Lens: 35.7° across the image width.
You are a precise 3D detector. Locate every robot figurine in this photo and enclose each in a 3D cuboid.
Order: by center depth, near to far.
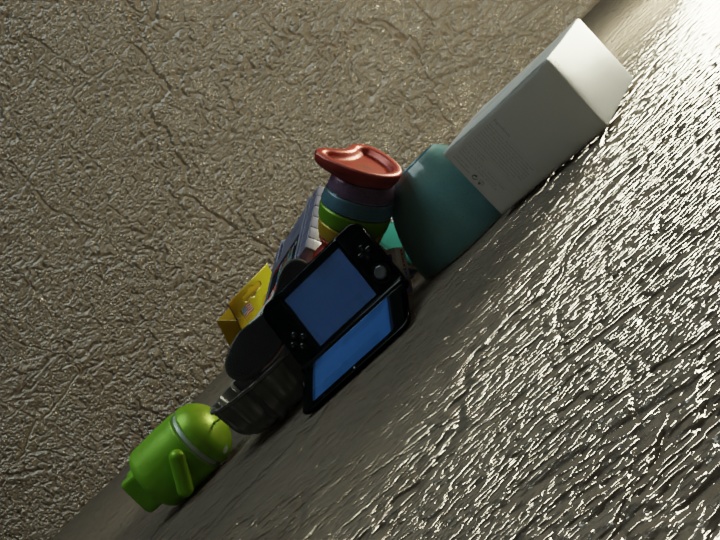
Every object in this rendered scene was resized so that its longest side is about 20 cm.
[{"bbox_3d":[-0.292,0.297,1.806,0.200,0.116,0.175,-44,5,6],"label":"robot figurine"}]

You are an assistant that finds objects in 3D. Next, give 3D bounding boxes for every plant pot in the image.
[{"bbox_3d":[0.120,-0.105,1.635,0.200,0.135,0.200,-44,4,4],"label":"plant pot"}]

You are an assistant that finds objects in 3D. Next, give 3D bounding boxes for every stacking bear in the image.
[{"bbox_3d":[-0.016,-0.066,1.603,0.121,0.114,0.201,-14,-54,-48],"label":"stacking bear"}]

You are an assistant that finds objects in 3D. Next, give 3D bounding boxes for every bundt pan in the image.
[{"bbox_3d":[-0.129,0.172,1.682,0.202,0.076,0.202,-41,6,5],"label":"bundt pan"}]

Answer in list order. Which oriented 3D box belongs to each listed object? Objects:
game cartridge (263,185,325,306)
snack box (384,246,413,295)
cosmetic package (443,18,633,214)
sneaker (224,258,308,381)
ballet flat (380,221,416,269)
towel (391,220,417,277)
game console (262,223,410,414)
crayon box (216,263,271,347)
[{"bbox_3d":[-0.102,-0.028,1.763,0.200,0.038,0.130,-53,17,50],"label":"game cartridge"},{"bbox_3d":[-0.004,0.022,1.678,0.024,0.072,0.200,-4,-10,-44],"label":"snack box"},{"bbox_3d":[0.247,-0.212,1.524,0.200,0.123,0.199,-43,4,35],"label":"cosmetic package"},{"bbox_3d":[-0.124,0.086,1.652,0.202,0.067,0.108,-60,-13,-14],"label":"sneaker"},{"bbox_3d":[0.026,-0.051,1.764,0.068,0.200,0.067,-42,-20,-33],"label":"ballet flat"},{"bbox_3d":[0.093,-0.080,1.801,0.200,0.024,0.147,-46,47,4],"label":"towel"},{"bbox_3d":[-0.038,0.061,1.503,0.200,0.176,0.116,-42,-12,17],"label":"game console"},{"bbox_3d":[-0.168,0.105,1.914,0.051,0.201,0.127,-4,30,37],"label":"crayon box"}]
